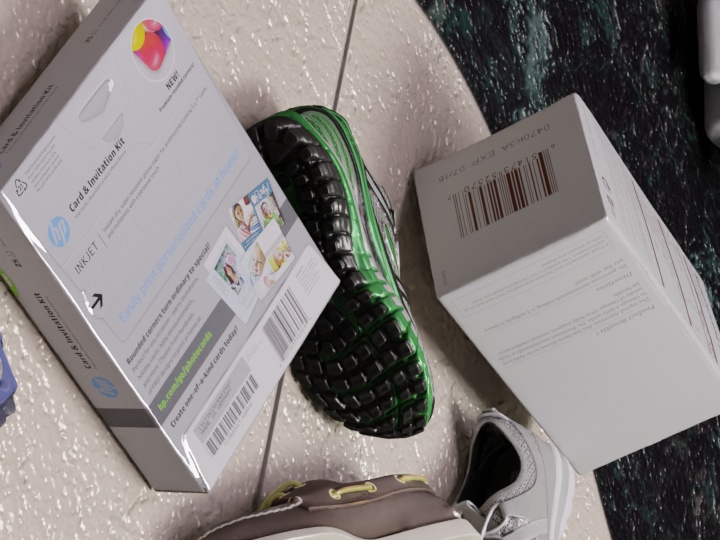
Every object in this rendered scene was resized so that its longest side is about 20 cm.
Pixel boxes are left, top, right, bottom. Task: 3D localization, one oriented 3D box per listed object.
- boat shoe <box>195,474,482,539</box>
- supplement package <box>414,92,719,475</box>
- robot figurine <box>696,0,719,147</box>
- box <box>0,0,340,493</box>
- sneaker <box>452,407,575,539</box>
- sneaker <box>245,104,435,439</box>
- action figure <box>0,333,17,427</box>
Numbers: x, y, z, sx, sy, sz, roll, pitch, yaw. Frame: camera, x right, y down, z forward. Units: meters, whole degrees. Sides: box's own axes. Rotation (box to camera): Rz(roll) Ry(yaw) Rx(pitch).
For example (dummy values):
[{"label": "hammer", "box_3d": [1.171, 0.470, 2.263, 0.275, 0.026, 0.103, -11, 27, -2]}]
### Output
[{"label": "boat shoe", "box_3d": [-0.020, 0.143, 1.215, 0.200, 0.072, 0.060, -1, 42, -46]}, {"label": "supplement package", "box_3d": [0.134, 0.011, 1.412, 0.200, 0.117, 0.117, 51, 20, -40]}, {"label": "robot figurine", "box_3d": [0.325, -0.164, 1.789, 0.169, 0.113, 0.200, 18, 67, -40]}, {"label": "box", "box_3d": [-0.100, -0.014, 1.129, 0.200, 0.041, 0.156, 59, 45, -33]}, {"label": "sneaker", "box_3d": [0.076, 0.172, 1.363, 0.082, 0.075, 0.200, 47, 34, -34]}, {"label": "sneaker", "box_3d": [0.000, 0.000, 1.265, 0.085, 0.078, 0.200, -39, 115, -55]}, {"label": "action figure", "box_3d": [-0.197, 0.087, 0.912, 0.200, 0.104, 0.194, -19, 94, -83]}]
